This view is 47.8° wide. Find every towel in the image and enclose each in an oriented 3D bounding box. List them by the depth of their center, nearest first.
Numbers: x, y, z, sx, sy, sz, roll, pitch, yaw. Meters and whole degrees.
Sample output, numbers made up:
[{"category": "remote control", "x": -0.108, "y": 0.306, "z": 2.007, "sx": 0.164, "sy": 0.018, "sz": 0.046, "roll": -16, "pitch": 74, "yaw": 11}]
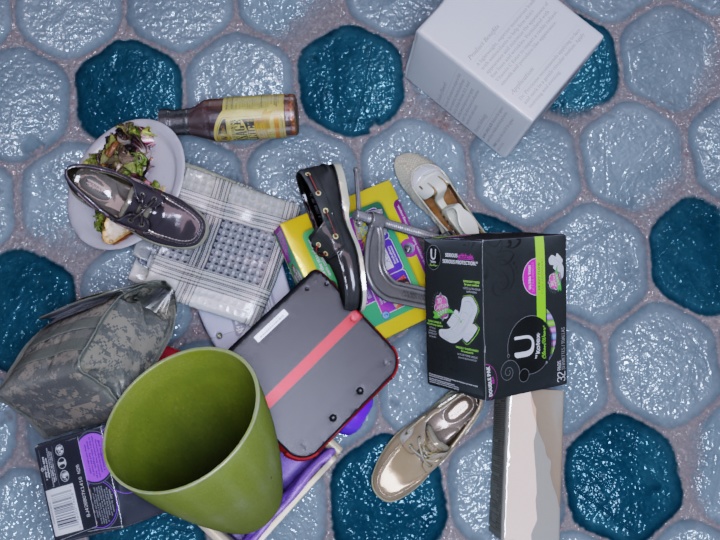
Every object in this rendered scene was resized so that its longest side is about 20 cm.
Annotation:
[{"category": "towel", "x": -0.204, "y": -0.039, "z": 1.127, "sx": 0.200, "sy": 0.035, "sz": 0.193, "roll": 19, "pitch": 80, "yaw": 2}]

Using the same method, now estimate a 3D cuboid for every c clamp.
[{"category": "c clamp", "x": 0.069, "y": -0.032, "z": 1.092, "sx": 0.200, "sy": 0.027, "sz": 0.171, "roll": 19, "pitch": 64, "yaw": -32}]

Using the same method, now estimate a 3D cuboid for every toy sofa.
[{"category": "toy sofa", "x": -0.120, "y": 0.284, "z": 1.078, "sx": 0.083, "sy": 0.098, "sz": 0.200, "roll": 42, "pitch": 83, "yaw": 5}]

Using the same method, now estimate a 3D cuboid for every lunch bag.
[{"category": "lunch bag", "x": -0.340, "y": 0.095, "z": 1.042, "sx": 0.164, "sy": 0.118, "sz": 0.200, "roll": -18, "pitch": 35, "yaw": 28}]

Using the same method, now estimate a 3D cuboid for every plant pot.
[{"category": "plant pot", "x": -0.169, "y": 0.224, "z": 0.962, "sx": 0.187, "sy": 0.200, "sz": 0.187, "roll": -12, "pitch": 45, "yaw": 12}]

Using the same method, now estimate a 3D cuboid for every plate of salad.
[{"category": "plate of salad", "x": -0.336, "y": -0.126, "z": 1.135, "sx": 0.200, "sy": 0.048, "sz": 0.200, "roll": -8, "pitch": 69, "yaw": 22}]

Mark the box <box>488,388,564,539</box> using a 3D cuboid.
[{"category": "box", "x": 0.222, "y": 0.259, "z": 1.096, "sx": 0.078, "sy": 0.095, "sz": 0.200, "roll": 4, "pitch": 82, "yaw": -2}]

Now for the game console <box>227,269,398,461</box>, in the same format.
[{"category": "game console", "x": -0.066, "y": 0.124, "z": 1.048, "sx": 0.177, "sy": 0.031, "sz": 0.200, "roll": 46, "pitch": 76, "yaw": 2}]

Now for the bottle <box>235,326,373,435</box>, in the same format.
[{"category": "bottle", "x": -0.081, "y": 0.147, "z": 1.096, "sx": 0.200, "sy": 0.084, "sz": 0.065, "roll": 33, "pitch": 70, "yaw": -7}]

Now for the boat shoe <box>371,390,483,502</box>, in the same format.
[{"category": "boat shoe", "x": 0.092, "y": 0.234, "z": 1.109, "sx": 0.200, "sy": 0.065, "sz": 0.072, "roll": -43, "pitch": 84, "yaw": -8}]

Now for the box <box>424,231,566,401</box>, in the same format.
[{"category": "box", "x": 0.177, "y": 0.052, "z": 1.066, "sx": 0.148, "sy": 0.124, "sz": 0.200, "roll": -6, "pitch": 97, "yaw": -32}]

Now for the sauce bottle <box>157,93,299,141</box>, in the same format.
[{"category": "sauce bottle", "x": -0.190, "y": -0.219, "z": 1.178, "sx": 0.200, "sy": 0.066, "sz": 0.066, "roll": -5, "pitch": 81, "yaw": 2}]

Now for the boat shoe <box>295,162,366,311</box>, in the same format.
[{"category": "boat shoe", "x": -0.037, "y": -0.040, "z": 1.051, "sx": 0.063, "sy": 0.074, "sz": 0.202, "roll": -11, "pitch": 79, "yaw": -17}]

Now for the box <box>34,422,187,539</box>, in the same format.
[{"category": "box", "x": -0.285, "y": 0.249, "z": 1.017, "sx": 0.106, "sy": 0.200, "sz": 0.122, "roll": -19, "pitch": 80, "yaw": 21}]

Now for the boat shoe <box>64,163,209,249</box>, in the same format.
[{"category": "boat shoe", "x": -0.296, "y": -0.084, "z": 1.062, "sx": 0.200, "sy": 0.065, "sz": 0.072, "roll": 27, "pitch": 90, "yaw": 2}]

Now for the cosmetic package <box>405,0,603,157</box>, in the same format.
[{"category": "cosmetic package", "x": 0.195, "y": -0.301, "z": 1.152, "sx": 0.200, "sy": 0.165, "sz": 0.165, "roll": 41, "pitch": 81, "yaw": 4}]

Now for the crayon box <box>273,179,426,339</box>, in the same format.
[{"category": "crayon box", "x": 0.000, "y": 0.000, "z": 1.123, "sx": 0.172, "sy": 0.058, "sz": 0.200, "roll": -24, "pitch": 89, "yaw": -18}]

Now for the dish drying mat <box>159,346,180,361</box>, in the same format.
[{"category": "dish drying mat", "x": -0.234, "y": 0.147, "z": 1.117, "sx": 0.200, "sy": 0.018, "sz": 0.077, "roll": 21, "pitch": 42, "yaw": 2}]

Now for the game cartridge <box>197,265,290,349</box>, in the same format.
[{"category": "game cartridge", "x": -0.169, "y": 0.024, "z": 1.152, "sx": 0.133, "sy": 0.042, "sz": 0.200, "roll": -17, "pitch": 81, "yaw": 0}]

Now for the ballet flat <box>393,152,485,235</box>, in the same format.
[{"category": "ballet flat", "x": 0.124, "y": -0.099, "z": 1.167, "sx": 0.067, "sy": 0.062, "sz": 0.200, "roll": -36, "pitch": 83, "yaw": -16}]
